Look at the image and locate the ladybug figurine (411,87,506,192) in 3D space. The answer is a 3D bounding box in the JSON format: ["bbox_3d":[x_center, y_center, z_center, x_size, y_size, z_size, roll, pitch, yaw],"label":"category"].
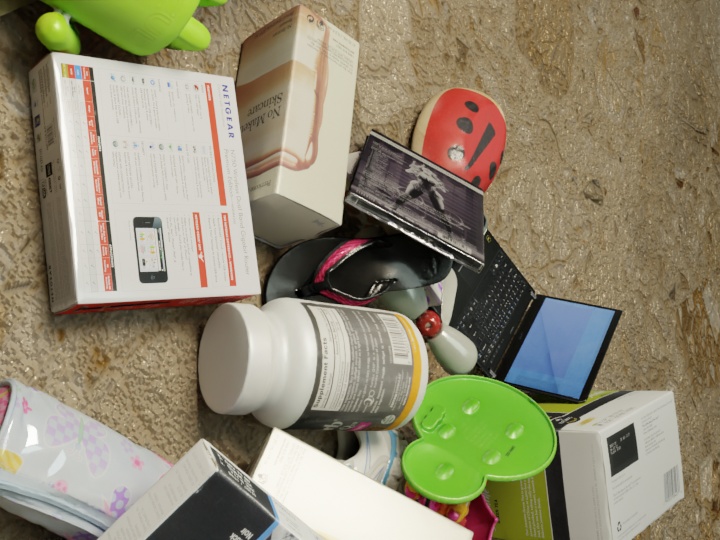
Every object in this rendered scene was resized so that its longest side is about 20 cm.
[{"bbox_3d":[0.129,-0.154,1.154,0.136,0.071,0.202,52,46,-26],"label":"ladybug figurine"}]

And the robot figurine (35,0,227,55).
[{"bbox_3d":[-0.202,-0.252,0.738,0.198,0.115,0.178,26,87,-44],"label":"robot figurine"}]

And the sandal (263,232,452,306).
[{"bbox_3d":[0.000,0.000,0.907,0.196,0.045,0.077,-13,101,-9],"label":"sandal"}]

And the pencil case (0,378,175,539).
[{"bbox_3d":[-0.203,0.160,0.681,0.199,0.083,0.092,41,24,-33],"label":"pencil case"}]

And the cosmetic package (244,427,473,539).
[{"bbox_3d":[-0.014,0.226,0.801,0.197,0.106,0.072,28,56,-3],"label":"cosmetic package"}]

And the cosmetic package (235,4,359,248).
[{"bbox_3d":[-0.070,-0.138,0.903,0.086,0.102,0.204,23,62,-39],"label":"cosmetic package"}]

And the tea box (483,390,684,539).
[{"bbox_3d":[0.243,0.224,1.079,0.198,0.194,0.137,-10,94,-48],"label":"tea box"}]

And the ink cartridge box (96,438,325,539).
[{"bbox_3d":[-0.121,0.252,0.681,0.200,0.043,0.198,-42,124,0],"label":"ink cartridge box"}]

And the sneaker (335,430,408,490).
[{"bbox_3d":[-0.015,0.233,0.895,0.086,0.074,0.203,35,47,-29],"label":"sneaker"}]

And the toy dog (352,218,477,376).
[{"bbox_3d":[0.043,0.024,0.996,0.096,0.129,0.204,-114,-175,-76],"label":"toy dog"}]

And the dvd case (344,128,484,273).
[{"bbox_3d":[0.062,-0.078,0.958,0.147,0.016,0.201,27,26,-6],"label":"dvd case"}]

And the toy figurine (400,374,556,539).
[{"bbox_3d":[0.096,0.238,0.941,0.199,0.148,0.187,-34,142,-50],"label":"toy figurine"}]

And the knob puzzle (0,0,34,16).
[{"bbox_3d":[-0.318,-0.293,0.701,0.218,0.030,0.225,3,86,-57],"label":"knob puzzle"}]

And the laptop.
[{"bbox_3d":[0.205,0.045,1.137,0.201,0.103,0.178,50,45,-12],"label":"laptop"}]

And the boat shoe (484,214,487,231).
[{"bbox_3d":[0.103,-0.055,1.050,0.073,0.062,0.200,49,11,14],"label":"boat shoe"}]

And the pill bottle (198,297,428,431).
[{"bbox_3d":[-0.042,0.087,0.854,0.197,0.115,0.119,8,73,-37],"label":"pill bottle"}]

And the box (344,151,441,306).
[{"bbox_3d":[0.034,-0.043,1.041,0.201,0.038,0.042,53,46,-24],"label":"box"}]

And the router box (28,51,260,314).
[{"bbox_3d":[-0.180,-0.070,0.787,0.177,0.048,0.205,-1,80,-43],"label":"router box"}]
